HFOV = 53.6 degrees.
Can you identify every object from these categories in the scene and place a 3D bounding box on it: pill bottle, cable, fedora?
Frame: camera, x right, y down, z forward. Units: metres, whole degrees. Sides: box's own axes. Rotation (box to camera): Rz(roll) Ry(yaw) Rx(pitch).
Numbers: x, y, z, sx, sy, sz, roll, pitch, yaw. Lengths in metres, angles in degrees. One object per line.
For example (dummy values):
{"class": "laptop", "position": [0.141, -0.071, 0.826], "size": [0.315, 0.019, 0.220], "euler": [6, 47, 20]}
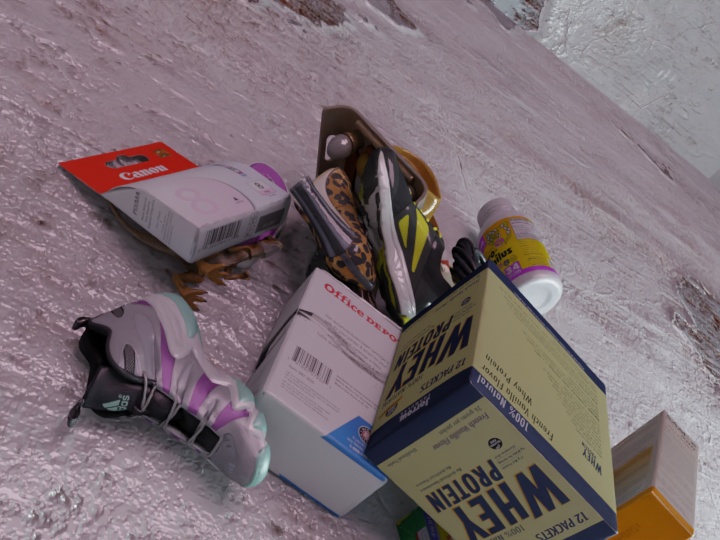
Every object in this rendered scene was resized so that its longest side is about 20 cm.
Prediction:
{"class": "pill bottle", "position": [0.257, -0.027, 1.193], "size": [0.102, 0.105, 0.203], "euler": [20, 39, -32]}
{"class": "cable", "position": [0.156, 0.045, 0.867], "size": [0.162, 0.050, 0.203], "euler": [23, 36, -58]}
{"class": "fedora", "position": [0.064, -0.130, 1.114], "size": [0.197, 0.082, 0.204], "euler": [29, 36, -23]}

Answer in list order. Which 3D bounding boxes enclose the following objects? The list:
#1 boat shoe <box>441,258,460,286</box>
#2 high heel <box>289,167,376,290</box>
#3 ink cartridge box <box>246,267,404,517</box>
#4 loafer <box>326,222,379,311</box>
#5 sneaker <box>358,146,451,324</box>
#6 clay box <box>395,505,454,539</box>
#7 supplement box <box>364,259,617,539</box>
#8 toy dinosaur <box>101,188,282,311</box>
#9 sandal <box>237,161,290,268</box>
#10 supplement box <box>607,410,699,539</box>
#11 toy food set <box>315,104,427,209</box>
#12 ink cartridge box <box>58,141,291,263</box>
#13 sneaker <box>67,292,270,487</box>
{"class": "boat shoe", "position": [0.114, 0.010, 1.032], "size": [0.197, 0.063, 0.072], "euler": [27, 37, -23]}
{"class": "high heel", "position": [-0.020, -0.048, 0.866], "size": [0.144, 0.071, 0.200], "euler": [56, 12, -3]}
{"class": "ink cartridge box", "position": [-0.032, 0.115, 0.725], "size": [0.143, 0.084, 0.202], "euler": [37, 33, -12]}
{"class": "loafer", "position": [0.000, 0.000, 0.887], "size": [0.069, 0.074, 0.203], "euler": [2, 47, -17]}
{"class": "sneaker", "position": [0.053, -0.045, 0.838], "size": [0.082, 0.074, 0.206], "euler": [-12, 94, -19]}
{"class": "clay box", "position": [0.135, 0.305, 0.729], "size": [0.196, 0.048, 0.117], "euler": [14, 43, -37]}
{"class": "supplement box", "position": [0.133, 0.142, 0.697], "size": [0.200, 0.134, 0.201], "euler": [44, 31, -12]}
{"class": "toy dinosaur", "position": [-0.180, -0.016, 0.758], "size": [0.195, 0.061, 0.107], "euler": [10, 32, -24]}
{"class": "sandal", "position": [-0.121, -0.078, 0.878], "size": [0.081, 0.050, 0.205], "euler": [32, 36, -18]}
{"class": "supplement box", "position": [0.370, 0.290, 0.936], "size": [0.074, 0.127, 0.199], "euler": [44, 33, 6]}
{"class": "toy food set", "position": [0.007, -0.105, 0.951], "size": [0.059, 0.145, 0.201], "euler": [-25, 60, -26]}
{"class": "ink cartridge box", "position": [-0.195, -0.097, 0.770], "size": [0.198, 0.058, 0.162], "euler": [38, 31, 14]}
{"class": "sneaker", "position": [-0.173, 0.112, 0.591], "size": [0.200, 0.079, 0.138], "euler": [47, 33, 23]}
